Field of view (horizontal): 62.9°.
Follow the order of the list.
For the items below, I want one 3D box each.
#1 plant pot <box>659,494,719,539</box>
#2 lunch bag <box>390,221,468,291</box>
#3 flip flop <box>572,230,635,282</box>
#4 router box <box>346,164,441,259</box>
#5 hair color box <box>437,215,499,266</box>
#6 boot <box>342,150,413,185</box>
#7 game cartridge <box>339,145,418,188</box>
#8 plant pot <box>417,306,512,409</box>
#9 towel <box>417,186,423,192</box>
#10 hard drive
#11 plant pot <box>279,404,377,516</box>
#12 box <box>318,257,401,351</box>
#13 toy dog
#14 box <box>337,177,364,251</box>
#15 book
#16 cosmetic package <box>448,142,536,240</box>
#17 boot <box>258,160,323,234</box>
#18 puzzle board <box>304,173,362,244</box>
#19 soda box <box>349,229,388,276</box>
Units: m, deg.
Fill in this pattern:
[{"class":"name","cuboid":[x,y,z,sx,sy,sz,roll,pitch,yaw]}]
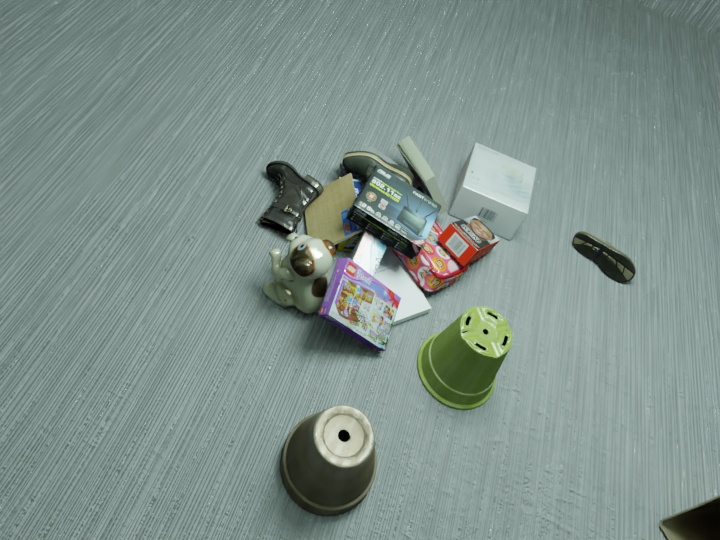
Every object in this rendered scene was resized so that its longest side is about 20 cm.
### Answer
[{"class":"plant pot","cuboid":[0.800,0.561,1.228,0.175,0.201,0.202,-8,57,-34]},{"class":"lunch bag","cuboid":[0.183,-0.050,1.533,0.175,0.082,0.201,-18,63,-45]},{"class":"flip flop","cuboid":[0.705,-0.047,1.699,0.199,0.082,0.057,39,40,19]},{"class":"router box","cuboid":[0.084,-0.143,1.435,0.198,0.062,0.151,32,56,-5]},{"class":"hair color box","cuboid":[0.286,-0.081,1.546,0.102,0.061,0.199,47,27,12]},{"class":"boot","cuboid":[0.026,-0.230,1.539,0.197,0.078,0.139,18,55,13]},{"class":"game cartridge","cuboid":[0.053,-0.265,1.637,0.129,0.039,0.200,-30,57,-31]},{"class":"plant pot","cuboid":[0.248,0.180,1.328,0.197,0.191,0.203,7,54,-10]},{"class":"towel","cuboid":[0.090,-0.186,1.627,0.111,0.049,0.201,29,53,6]},{"class":"hard drive","cuboid":[0.075,0.037,1.481,0.130,0.026,0.202,-16,62,-26]},{"class":"plant pot","cuboid":[-0.047,0.347,1.137,0.197,0.174,0.203,8,53,-11]},{"class":"box","cuboid":[0.003,0.080,1.331,0.199,0.039,0.139,37,63,-38]},{"class":"toy dog","cuboid":[-0.127,0.005,1.335,0.138,0.201,0.194,-28,66,-30]},{"class":"box","cuboid":[-0.028,-0.149,1.558,0.069,0.065,0.203,5,55,-12]},{"class":"book","cuboid":[0.175,-0.264,1.630,0.048,0.134,0.201,-30,45,5]},{"class":"cosmetic package","cuboid":[0.382,-0.231,1.698,0.197,0.124,0.202,22,51,0]},{"class":"boot","cuboid":[-0.208,-0.187,1.530,0.198,0.070,0.175,26,65,23]},{"class":"puzzle board","cuboid":[-0.073,-0.145,1.512,0.149,0.017,0.202,-23,52,16]},{"class":"soda box","cuboid":[0.000,0.000,1.423,0.068,0.064,0.202,27,70,-9]}]
